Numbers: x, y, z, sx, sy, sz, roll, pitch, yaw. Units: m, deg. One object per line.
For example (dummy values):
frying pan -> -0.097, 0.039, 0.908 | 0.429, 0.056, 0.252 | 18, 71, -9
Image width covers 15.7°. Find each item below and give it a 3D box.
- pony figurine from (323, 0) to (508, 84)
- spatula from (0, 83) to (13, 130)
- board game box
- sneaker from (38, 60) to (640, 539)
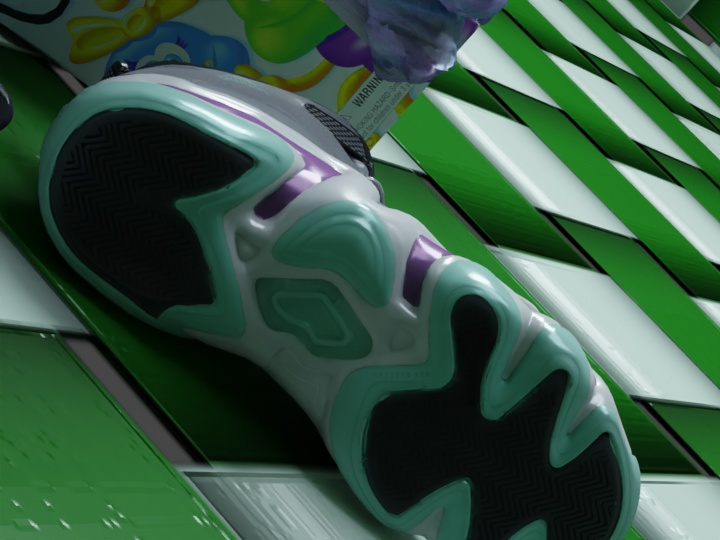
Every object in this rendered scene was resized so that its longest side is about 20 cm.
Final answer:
pony figurine -> -0.033, -0.142, 0.775 | 0.199, 0.194, 0.166 | 32, -20, -28
spatula -> -0.119, -0.035, 0.654 | 0.057, 0.020, 0.200 | 54, 10, -3
board game box -> -0.072, -0.123, 0.902 | 0.200, 0.103, 0.105 | 35, 14, -28
sneaker -> 0.000, 0.000, 0.775 | 0.200, 0.078, 0.140 | 41, 13, -10
